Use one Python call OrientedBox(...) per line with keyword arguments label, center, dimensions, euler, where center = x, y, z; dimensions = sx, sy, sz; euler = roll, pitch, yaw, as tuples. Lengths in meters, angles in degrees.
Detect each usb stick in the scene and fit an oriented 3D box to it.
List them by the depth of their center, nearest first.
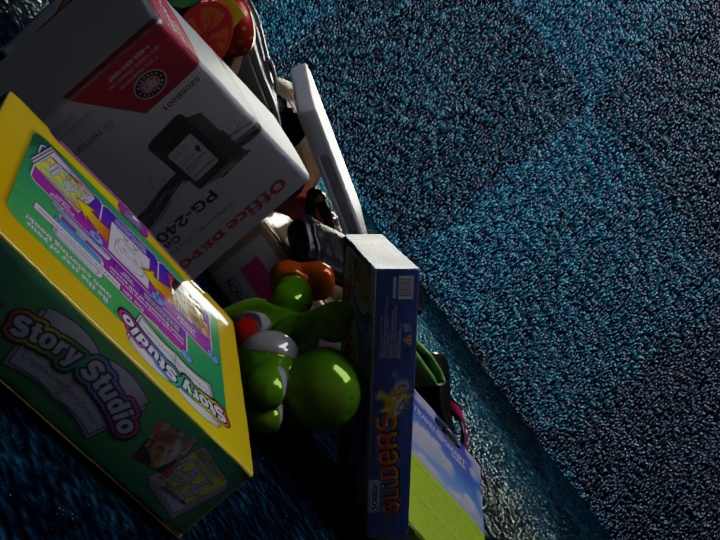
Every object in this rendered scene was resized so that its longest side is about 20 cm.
OrientedBox(label="usb stick", center=(0.000, 0.000, 0.971), dimensions=(0.199, 0.032, 0.056), euler=(27, 43, -53))

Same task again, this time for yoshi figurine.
OrientedBox(label="yoshi figurine", center=(-0.043, 0.068, 0.791), dimensions=(0.113, 0.111, 0.200), euler=(60, 11, -19))

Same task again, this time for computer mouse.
OrientedBox(label="computer mouse", center=(-0.012, -0.012, 1.154), dimensions=(0.201, 0.034, 0.059), euler=(61, 40, -38))

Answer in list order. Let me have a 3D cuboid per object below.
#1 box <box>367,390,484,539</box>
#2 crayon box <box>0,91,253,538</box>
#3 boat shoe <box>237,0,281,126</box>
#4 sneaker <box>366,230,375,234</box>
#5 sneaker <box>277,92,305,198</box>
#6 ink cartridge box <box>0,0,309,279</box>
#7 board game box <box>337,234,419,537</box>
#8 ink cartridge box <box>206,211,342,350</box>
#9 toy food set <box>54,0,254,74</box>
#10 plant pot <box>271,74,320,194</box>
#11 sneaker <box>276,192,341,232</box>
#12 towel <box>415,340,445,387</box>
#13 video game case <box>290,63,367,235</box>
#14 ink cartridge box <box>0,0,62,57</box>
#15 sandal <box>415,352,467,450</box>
OrientedBox(label="box", center=(0.061, 0.203, 0.898), dimensions=(0.122, 0.047, 0.201), euler=(50, 18, -17))
OrientedBox(label="crayon box", center=(-0.145, 0.017, 0.547), dimensions=(0.200, 0.058, 0.173), euler=(49, 8, -25))
OrientedBox(label="boat shoe", center=(-0.106, -0.165, 0.937), dimensions=(0.060, 0.074, 0.203), euler=(-48, 133, -73))
OrientedBox(label="sneaker", center=(-0.004, 0.013, 1.318), dimensions=(0.076, 0.113, 0.200), euler=(48, 7, -23))
OrientedBox(label="sneaker", center=(-0.103, -0.161, 1.047), dimensions=(0.076, 0.089, 0.202), euler=(-65, 151, -50))
OrientedBox(label="ink cartridge box", center=(-0.146, -0.089, 0.712), dimensions=(0.084, 0.145, 0.200), euler=(55, 7, 36))
OrientedBox(label="board game box", center=(0.011, 0.083, 0.798), dimensions=(0.135, 0.034, 0.203), euler=(-132, -138, -75))
OrientedBox(label="ink cartridge box", center=(-0.054, 0.041, 0.982), dimensions=(0.201, 0.075, 0.165), euler=(54, 7, 6))
OrientedBox(label="toy food set", center=(-0.161, -0.159, 0.788), dimensions=(0.048, 0.201, 0.198), euler=(38, -5, 30))
OrientedBox(label="plant pot", center=(-0.103, -0.168, 1.286), dimensions=(0.201, 0.092, 0.203), euler=(43, -32, 35))
OrientedBox(label="sneaker", center=(-0.048, -0.042, 1.205), dimensions=(0.199, 0.087, 0.074), euler=(30, 6, -26))
OrientedBox(label="towel", center=(0.009, 0.066, 1.135), dimensions=(0.150, 0.031, 0.199), euler=(51, -20, -14))
OrientedBox(label="video game case", center=(-0.030, -0.112, 1.091), dimensions=(0.201, 0.023, 0.184), euler=(-105, 174, -66))
OrientedBox(label="ink cartridge box", center=(-0.214, -0.187, 0.900), dimensions=(0.068, 0.115, 0.200), euler=(51, 5, 3))
OrientedBox(label="sandal", center=(0.086, 0.169, 1.068), dimensions=(0.045, 0.075, 0.202), euler=(27, 38, -18))
